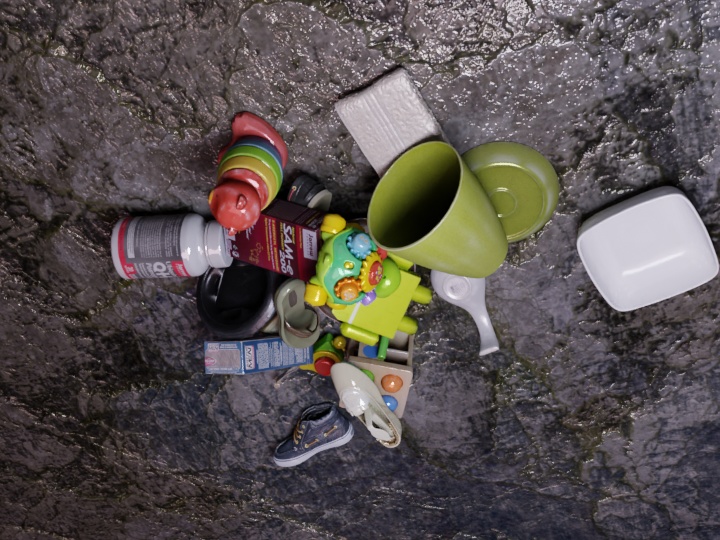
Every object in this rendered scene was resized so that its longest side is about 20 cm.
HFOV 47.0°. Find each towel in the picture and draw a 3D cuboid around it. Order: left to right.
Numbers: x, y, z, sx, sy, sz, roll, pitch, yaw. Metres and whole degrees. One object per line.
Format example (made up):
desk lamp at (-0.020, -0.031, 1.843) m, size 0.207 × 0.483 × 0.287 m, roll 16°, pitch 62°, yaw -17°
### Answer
towel at (0.063, -0.218, 1.330) m, size 0.131 × 0.035 × 0.201 m, roll -23°, pitch 122°, yaw 21°

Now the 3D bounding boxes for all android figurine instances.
android figurine at (0.024, 0.041, 1.452) m, size 0.197 × 0.041 × 0.184 m, roll 19°, pitch 103°, yaw -18°

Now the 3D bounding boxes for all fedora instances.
fedora at (-0.204, 0.041, 1.512) m, size 0.199 × 0.203 × 0.091 m, roll -27°, pitch 154°, yaw 26°

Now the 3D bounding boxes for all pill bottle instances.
pill bottle at (-0.330, -0.044, 1.468) m, size 0.196 × 0.112 × 0.112 m, roll -3°, pitch 128°, yaw 10°

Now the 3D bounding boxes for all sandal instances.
sandal at (-0.105, 0.086, 1.456) m, size 0.057 × 0.080 × 0.202 m, roll 35°, pitch 159°, yaw 25°

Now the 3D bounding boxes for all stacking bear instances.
stacking bear at (-0.184, -0.140, 1.316) m, size 0.112 × 0.201 × 0.122 m, roll 24°, pitch 127°, yaw -12°

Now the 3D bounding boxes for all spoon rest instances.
spoon rest at (0.198, 0.056, 1.521) m, size 0.098 × 0.061 × 0.202 m, roll -20°, pitch 109°, yaw 20°

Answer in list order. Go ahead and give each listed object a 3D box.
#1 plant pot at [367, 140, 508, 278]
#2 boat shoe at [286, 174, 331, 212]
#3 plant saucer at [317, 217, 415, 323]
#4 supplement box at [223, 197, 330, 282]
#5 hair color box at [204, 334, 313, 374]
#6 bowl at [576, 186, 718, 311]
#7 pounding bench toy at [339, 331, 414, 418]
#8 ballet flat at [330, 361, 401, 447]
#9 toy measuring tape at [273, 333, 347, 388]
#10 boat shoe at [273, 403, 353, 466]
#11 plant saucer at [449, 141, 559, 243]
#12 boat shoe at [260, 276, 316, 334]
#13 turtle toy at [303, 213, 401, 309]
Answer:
plant pot at (0.143, -0.071, 1.320) m, size 0.186 × 0.189 × 0.199 m, roll -32°, pitch 134°, yaw 28°
boat shoe at (-0.105, -0.082, 1.443) m, size 0.063 × 0.073 × 0.203 m, roll 41°, pitch 139°, yaw 17°
plant saucer at (0.000, 0.000, 1.472) m, size 0.197 × 0.032 × 0.204 m, roll -4°, pitch 111°, yaw -10°
supplement box at (-0.137, -0.057, 1.388) m, size 0.197 × 0.061 × 0.110 m, roll 17°, pitch 127°, yaw 26°
hair color box at (-0.186, 0.154, 1.544) m, size 0.099 × 0.199 × 0.062 m, roll -5°, pitch 87°, yaw 36°
bowl at (0.474, -0.045, 1.385) m, size 0.198 × 0.075 × 0.201 m, roll -24°, pitch 122°, yaw 24°
pounding bench toy at (0.038, 0.153, 1.544) m, size 0.122 × 0.157 × 0.202 m, roll 10°, pitch 129°, yaw 0°
ballet flat at (0.012, 0.246, 1.478) m, size 0.069 × 0.070 × 0.200 m, roll -26°, pitch 120°, yaw 25°
toy measuring tape at (-0.090, 0.192, 1.650) m, size 0.073 × 0.074 × 0.200 m, roll 37°, pitch 124°, yaw -20°
boat shoe at (-0.118, 0.348, 1.778) m, size 0.198 × 0.071 × 0.091 m, roll -26°, pitch 120°, yaw 17°
plant saucer at (0.234, -0.120, 1.386) m, size 0.196 × 0.031 × 0.202 m, roll 4°, pitch 128°, yaw 4°
boat shoe at (-0.111, 0.049, 1.545) m, size 0.199 × 0.075 × 0.066 m, roll -38°, pitch 139°, yaw 23°
turtle toy at (-0.003, -0.002, 1.335) m, size 0.100 × 0.199 × 0.148 m, roll 14°, pitch 89°, yaw 27°
